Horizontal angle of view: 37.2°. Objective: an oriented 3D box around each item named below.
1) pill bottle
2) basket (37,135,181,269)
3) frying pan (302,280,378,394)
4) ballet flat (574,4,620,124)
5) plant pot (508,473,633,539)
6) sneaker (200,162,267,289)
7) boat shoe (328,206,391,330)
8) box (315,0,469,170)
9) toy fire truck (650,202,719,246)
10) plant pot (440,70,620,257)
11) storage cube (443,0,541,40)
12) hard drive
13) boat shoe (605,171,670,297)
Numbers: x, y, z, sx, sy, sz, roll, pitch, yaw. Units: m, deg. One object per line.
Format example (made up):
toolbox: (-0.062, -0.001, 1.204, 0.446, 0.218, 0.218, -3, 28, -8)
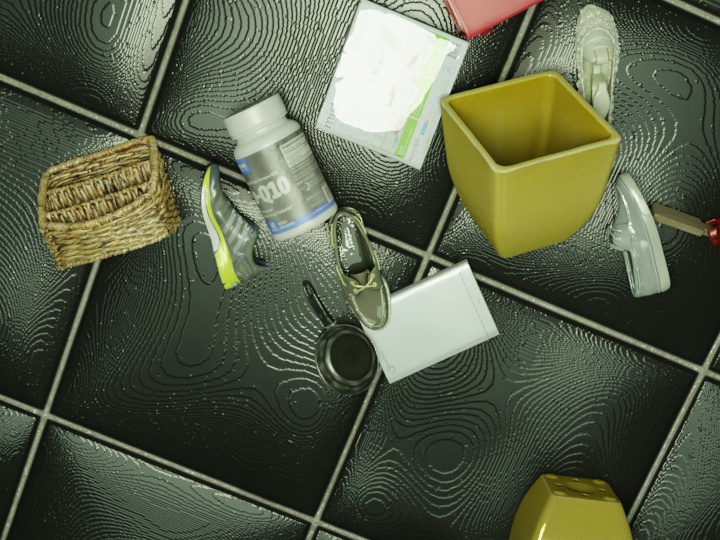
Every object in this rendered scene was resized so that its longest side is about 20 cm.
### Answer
pill bottle: (-0.124, -0.158, 1.629, 0.112, 0.114, 0.202, -24, 102, 7)
basket: (-0.393, -0.103, 1.635, 0.197, 0.143, 0.151, -15, 105, 5)
frying pan: (-0.048, 0.118, 1.740, 0.190, 0.031, 0.116, 42, 113, 12)
ballet flat: (0.360, -0.296, 1.607, 0.070, 0.072, 0.204, -3, 104, 2)
plant pot: (0.344, 0.447, 1.739, 0.191, 0.196, 0.204, 6, 98, 0)
sneaker: (-0.201, -0.075, 1.682, 0.080, 0.074, 0.203, -14, 111, -2)
boat shoe: (-0.003, 0.001, 1.682, 0.071, 0.060, 0.205, -17, 94, 5)
box: (0.045, -0.281, 1.602, 0.174, 0.097, 0.203, 20, 104, -3)
toy fire truck: (0.554, -0.063, 1.615, 0.197, 0.176, 0.130, -20, 104, 21)
plant pot: (0.239, -0.140, 1.564, 0.193, 0.195, 0.202, -16, 134, -14)
storage cube: (0.187, -0.453, 1.516, 0.178, 0.171, 0.202, -26, 102, 7)
hard drive: (0.109, 0.083, 1.730, 0.198, 0.027, 0.133, -25, 102, 8)
boat shoe: (0.422, -0.050, 1.665, 0.071, 0.070, 0.203, -21, 105, 3)
